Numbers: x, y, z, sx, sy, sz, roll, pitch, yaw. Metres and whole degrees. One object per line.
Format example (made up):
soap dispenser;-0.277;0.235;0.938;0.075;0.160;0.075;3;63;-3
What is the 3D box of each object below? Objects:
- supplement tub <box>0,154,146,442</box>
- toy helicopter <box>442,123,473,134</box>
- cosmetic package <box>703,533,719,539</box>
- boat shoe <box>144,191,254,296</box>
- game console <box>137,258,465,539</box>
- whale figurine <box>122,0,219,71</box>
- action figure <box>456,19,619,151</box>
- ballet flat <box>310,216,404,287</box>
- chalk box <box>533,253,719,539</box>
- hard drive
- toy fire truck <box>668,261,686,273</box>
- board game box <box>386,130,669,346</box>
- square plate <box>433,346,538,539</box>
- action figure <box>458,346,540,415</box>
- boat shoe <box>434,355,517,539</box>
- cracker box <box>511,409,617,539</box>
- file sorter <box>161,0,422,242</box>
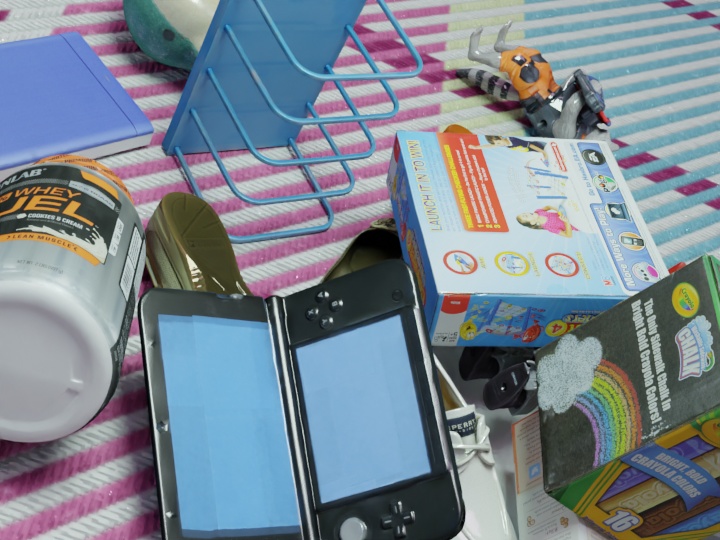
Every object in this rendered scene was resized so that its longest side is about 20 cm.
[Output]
supplement tub;-0.208;0.008;0.770;0.121;0.124;0.201;18;27;-14
toy helicopter;0.123;-0.033;1.071;0.199;0.079;0.133;36;32;-14
cosmetic package;0.300;0.130;0.988;0.089;0.108;0.202;19;40;-14
boat shoe;-0.119;0.037;0.873;0.072;0.063;0.203;1;55;-45
game console;-0.040;0.093;0.771;0.118;0.168;0.203;34;41;-61
whale figurine;-0.140;-0.223;1.097;0.199;0.103;0.161;38;33;-30
action figure;0.210;-0.192;1.290;0.194;0.105;0.200;46;15;8
ballet flat;0.000;0.000;0.962;0.066;0.047;0.200;4;31;26
chalk box;0.232;0.087;0.778;0.123;0.199;0.126;36;38;-30
hard drive;-0.287;-0.135;0.956;0.198;0.026;0.132;-22;63;-43
toy fire truck;0.235;-0.008;1.085;0.201;0.049;0.141;50;42;-6
board game box;0.132;-0.028;0.935;0.192;0.057;0.202;2;43;-11
square plate;0.057;0.125;0.904;0.197;0.029;0.200;36;41;5
action figure;0.181;0.091;0.946;0.197;0.070;0.131;9;40;-33
boat shoe;0.061;0.125;0.827;0.070;0.070;0.202;-8;59;-35
cracker box;0.174;0.211;0.835;0.133;0.057;0.202;39;34;-29
file sorter;-0.056;-0.136;0.966;0.137;0.201;0.124;-10;57;-37
